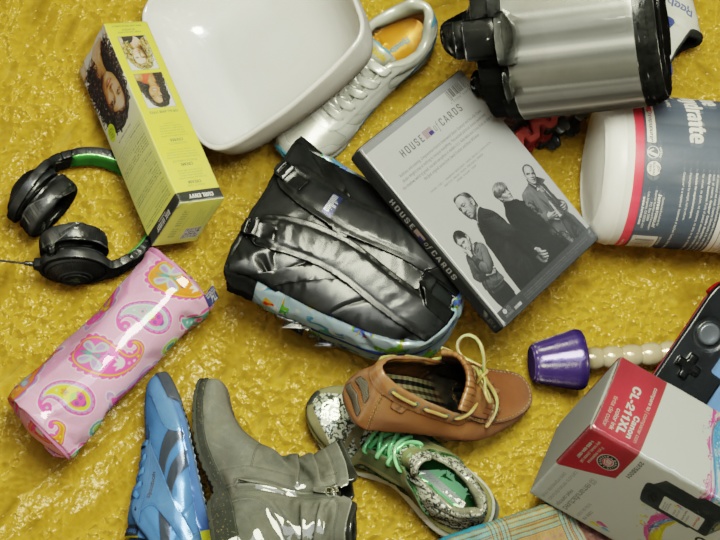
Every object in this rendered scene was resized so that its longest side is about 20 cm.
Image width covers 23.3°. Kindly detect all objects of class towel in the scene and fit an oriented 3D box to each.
[{"bbox_3d":[0.155,0.279,1.509,0.199,0.022,0.147,-12,73,-36],"label":"towel"}]

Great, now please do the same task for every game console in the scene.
[{"bbox_3d":[0.360,0.122,1.578,0.200,0.031,0.177,35,85,-7],"label":"game console"}]

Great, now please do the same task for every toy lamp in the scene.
[{"bbox_3d":[0.253,0.078,1.605,0.199,0.058,0.059,-2,74,-9],"label":"toy lamp"}]

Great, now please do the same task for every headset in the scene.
[{"bbox_3d":[-0.272,-0.043,1.568,0.199,0.094,0.124,-27,77,-24],"label":"headset"}]

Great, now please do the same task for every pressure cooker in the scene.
[{"bbox_3d":[0.169,-0.220,1.538,0.199,0.176,0.180,-5,61,16],"label":"pressure cooker"}]

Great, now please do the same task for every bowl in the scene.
[{"bbox_3d":[-0.087,-0.215,1.611,0.200,0.075,0.200,-35,62,14],"label":"bowl"}]

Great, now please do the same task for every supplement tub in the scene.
[{"bbox_3d":[0.312,-0.088,1.614,0.199,0.140,0.141,4,73,-4],"label":"supplement tub"}]

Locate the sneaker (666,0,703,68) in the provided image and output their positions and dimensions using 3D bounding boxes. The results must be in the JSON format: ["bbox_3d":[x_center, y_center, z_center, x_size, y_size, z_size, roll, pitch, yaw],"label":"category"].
[{"bbox_3d":[0.247,-0.224,1.680,0.198,0.081,0.116,-13,73,-11],"label":"sneaker"}]

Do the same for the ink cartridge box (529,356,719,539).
[{"bbox_3d":[0.270,0.182,1.512,0.199,0.146,0.083,29,55,0],"label":"ink cartridge box"}]

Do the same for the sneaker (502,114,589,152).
[{"bbox_3d":[0.118,-0.134,1.646,0.200,0.071,0.098,-33,79,-16],"label":"sneaker"}]

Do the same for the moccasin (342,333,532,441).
[{"bbox_3d":[0.078,0.102,1.532,0.201,0.078,0.074,11,46,-37],"label":"moccasin"}]

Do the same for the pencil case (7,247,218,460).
[{"bbox_3d":[-0.219,0.074,1.545,0.087,0.087,0.200,41,73,7],"label":"pencil case"}]

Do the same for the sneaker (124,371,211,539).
[{"bbox_3d":[-0.175,0.188,1.524,0.078,0.066,0.201,-12,75,-5],"label":"sneaker"}]

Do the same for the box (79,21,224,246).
[{"bbox_3d":[-0.193,-0.126,1.592,0.050,0.075,0.201,-10,63,-35],"label":"box"}]

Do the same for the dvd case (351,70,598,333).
[{"bbox_3d":[0.104,-0.064,1.554,0.200,0.025,0.150,50,56,1],"label":"dvd case"}]

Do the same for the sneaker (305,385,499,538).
[{"bbox_3d":[0.041,0.161,1.540,0.200,0.089,0.077,33,73,5],"label":"sneaker"}]

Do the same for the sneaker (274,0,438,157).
[{"bbox_3d":[-0.007,-0.181,1.642,0.076,0.081,0.200,42,75,6],"label":"sneaker"}]

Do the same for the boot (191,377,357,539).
[{"bbox_3d":[-0.071,0.169,1.508,0.130,0.068,0.201,-15,52,-1],"label":"boot"}]

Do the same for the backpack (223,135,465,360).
[{"bbox_3d":[0.000,0.000,1.567,0.199,0.154,0.164,19,64,14],"label":"backpack"}]
